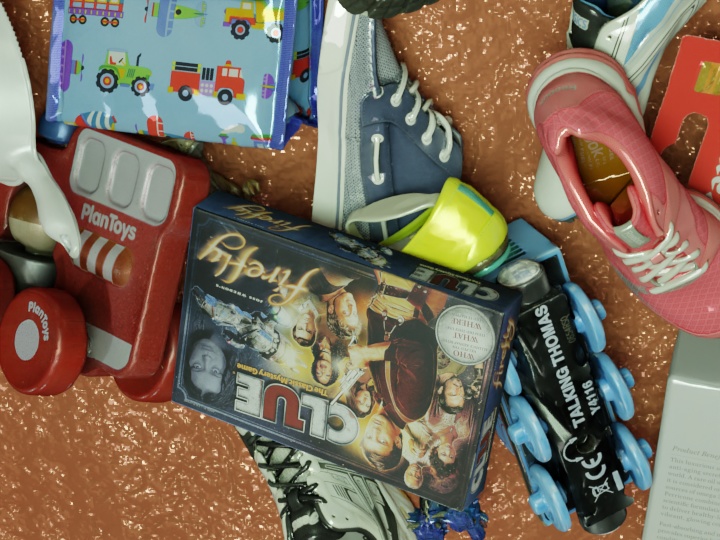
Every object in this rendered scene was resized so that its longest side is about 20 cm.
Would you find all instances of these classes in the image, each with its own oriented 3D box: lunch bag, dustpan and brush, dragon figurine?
[{"bbox_3d":[-0.100,-0.185,1.233,0.150,0.094,0.201,7,106,12],"label":"lunch bag"},{"bbox_3d":[-0.219,-0.084,1.262,0.057,0.200,0.140,-4,142,-25],"label":"dustpan and brush"},{"bbox_3d":[0.039,0.081,1.314,0.059,0.099,0.201,-13,113,20],"label":"dragon figurine"}]

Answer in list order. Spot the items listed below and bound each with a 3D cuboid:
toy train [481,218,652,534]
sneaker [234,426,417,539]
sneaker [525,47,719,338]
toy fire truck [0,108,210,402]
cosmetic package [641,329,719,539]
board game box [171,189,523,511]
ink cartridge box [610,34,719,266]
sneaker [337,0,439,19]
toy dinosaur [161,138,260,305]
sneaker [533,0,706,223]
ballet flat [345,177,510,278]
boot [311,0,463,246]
[{"bbox_3d":[0.115,0.070,1.280,0.086,0.114,0.200,-26,119,-7],"label":"toy train"},{"bbox_3d":[-0.029,0.139,1.369,0.076,0.088,0.200,-32,104,28],"label":"sneaker"},{"bbox_3d":[0.153,-0.026,1.159,0.074,0.087,0.200,-30,113,22],"label":"sneaker"},{"bbox_3d":[-0.176,-0.015,1.302,0.200,0.112,0.169,24,102,45],"label":"toy fire truck"},{"bbox_3d":[0.233,0.145,1.313,0.101,0.071,0.201,10,119,9],"label":"cosmetic package"},{"bbox_3d":[-0.012,0.047,1.222,0.199,0.035,0.136,18,118,19],"label":"board game box"},{"bbox_3d":[0.263,-0.042,1.194,0.199,0.050,0.161,8,120,-11],"label":"ink cartridge box"},{"bbox_3d":[0.070,-0.216,1.167,0.199,0.089,0.077,-16,152,-3],"label":"sneaker"},{"bbox_3d":[-0.093,-0.016,1.335,0.106,0.060,0.200,21,133,16],"label":"toy dinosaur"},{"bbox_3d":[0.140,-0.121,1.193,0.072,0.072,0.200,11,116,-25],"label":"sneaker"},{"bbox_3d":[0.000,0.000,1.254,0.200,0.067,0.067,-28,111,32],"label":"ballet flat"},{"bbox_3d":[0.021,-0.098,1.251,0.090,0.073,0.201,6,127,4],"label":"boot"}]
